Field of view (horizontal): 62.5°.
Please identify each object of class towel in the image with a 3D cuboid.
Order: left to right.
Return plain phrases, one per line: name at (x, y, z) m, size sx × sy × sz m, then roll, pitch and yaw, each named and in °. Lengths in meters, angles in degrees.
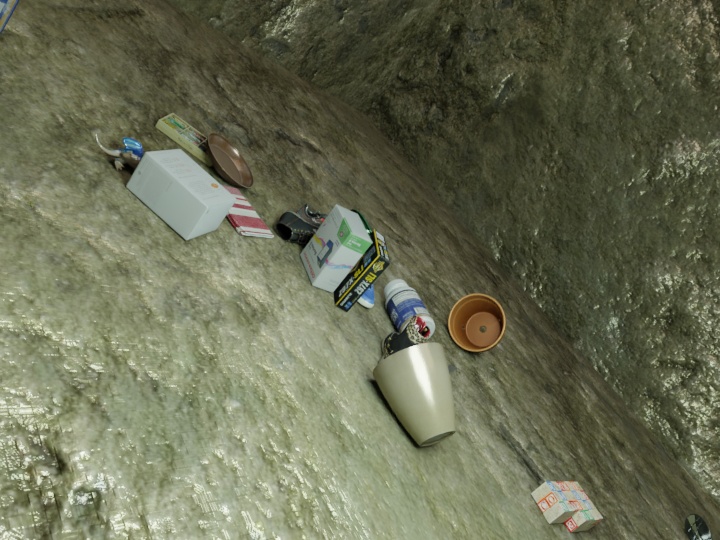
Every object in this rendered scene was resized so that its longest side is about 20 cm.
towel at (-0.345, -0.168, 1.688) m, size 0.200 × 0.023 × 0.144 m, roll 50°, pitch 20°, yaw 19°

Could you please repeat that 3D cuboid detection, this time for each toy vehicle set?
toy vehicle set at (-0.524, -0.406, 1.839) m, size 0.199 × 0.027 × 0.125 m, roll 36°, pitch 21°, yaw -13°

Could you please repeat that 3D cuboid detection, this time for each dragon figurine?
dragon figurine at (-0.572, -0.287, 1.473) m, size 0.199 × 0.059 × 0.100 m, roll 24°, pitch 26°, yaw -39°

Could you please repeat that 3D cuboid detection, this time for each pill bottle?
pill bottle at (0.142, 0.122, 1.828) m, size 0.110 × 0.111 × 0.201 m, roll 23°, pitch 27°, yaw -38°

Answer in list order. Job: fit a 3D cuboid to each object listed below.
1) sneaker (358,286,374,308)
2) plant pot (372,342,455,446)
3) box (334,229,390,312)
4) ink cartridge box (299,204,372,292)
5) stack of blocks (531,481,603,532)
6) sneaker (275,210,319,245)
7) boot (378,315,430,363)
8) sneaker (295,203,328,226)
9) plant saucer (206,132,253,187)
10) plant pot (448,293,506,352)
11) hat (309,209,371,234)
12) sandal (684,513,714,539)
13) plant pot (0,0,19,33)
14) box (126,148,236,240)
sneaker at (0.017, 0.016, 1.822) m, size 0.076 × 0.111 × 0.201 m, roll 26°, pitch 26°, yaw -34°
plant pot at (0.146, 0.305, 1.416) m, size 0.186 × 0.187 × 0.202 m, roll 15°, pitch 46°, yaw -48°
box at (0.000, 0.000, 1.700) m, size 0.049 × 0.200 × 0.160 m, roll 33°, pitch 23°, yaw -22°
ink cartridge box at (-0.073, -0.061, 1.697) m, size 0.087 × 0.201 × 0.146 m, roll 20°, pitch 29°, yaw -36°
stack of blocks at (0.559, 0.637, 1.602) m, size 0.199 × 0.059 × 0.116 m, roll 20°, pitch 29°, yaw -43°
sneaker at (-0.167, -0.097, 1.799) m, size 0.199 × 0.075 × 0.106 m, roll 30°, pitch 26°, yaw -3°
boot at (0.121, 0.187, 1.606) m, size 0.073 × 0.151 × 0.200 m, roll 39°, pitch 21°, yaw -2°
sneaker at (-0.123, -0.138, 1.922) m, size 0.199 × 0.082 × 0.077 m, roll 38°, pitch 20°, yaw -17°
plant saucer at (-0.408, -0.330, 1.826) m, size 0.201 × 0.036 × 0.201 m, roll 51°, pitch 18°, yaw -24°
plant pot at (0.419, 0.194, 2.085) m, size 0.201 × 0.200 × 0.140 m, roll 51°, pitch 7°, yaw 26°
hat at (-0.074, -0.108, 2.012) m, size 0.175 × 0.166 × 0.201 m, roll -23°, pitch 71°, yaw -25°
sandal at (1.226, 0.969, 2.104) m, size 0.057 × 0.079 × 0.202 m, roll 43°, pitch 19°, yaw -49°
plant pot at (-0.965, -0.722, 1.475) m, size 0.199 × 0.200 × 0.181 m, roll 3°, pitch 49°, yaw -58°
box at (-0.434, -0.190, 1.451) m, size 0.200 × 0.107 × 0.152 m, roll 42°, pitch 20°, yaw 3°
